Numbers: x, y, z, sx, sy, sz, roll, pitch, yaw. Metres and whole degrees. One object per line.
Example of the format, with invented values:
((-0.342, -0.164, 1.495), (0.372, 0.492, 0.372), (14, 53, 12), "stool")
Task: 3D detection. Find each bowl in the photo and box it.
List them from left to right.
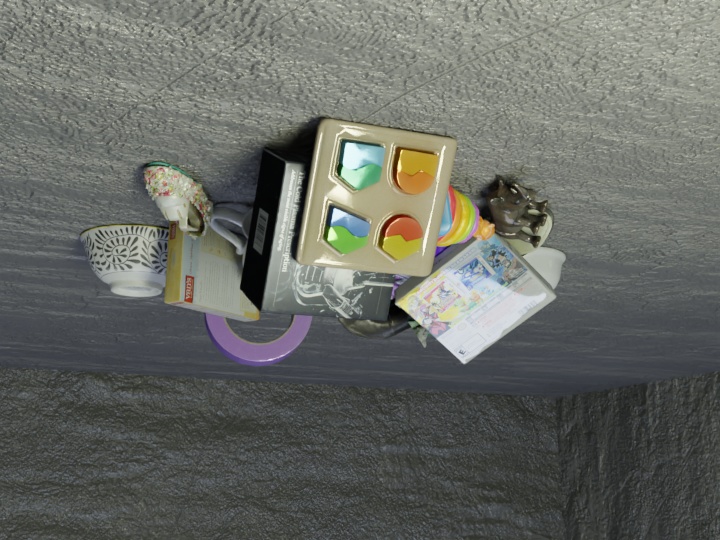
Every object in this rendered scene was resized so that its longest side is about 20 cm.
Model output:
((-0.391, -0.008, 1.652), (0.200, 0.094, 0.201), (0, 166, 0), "bowl")
((0.294, 0.021, 1.799), (0.201, 0.090, 0.201), (-1, 166, 0), "bowl")

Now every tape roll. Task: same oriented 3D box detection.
((-0.193, 0.077, 1.778), (0.200, 0.200, 0.066), (2, 165, -10), "tape roll")

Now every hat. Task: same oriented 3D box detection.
((0.042, 0.033, 1.810), (0.200, 0.201, 0.081), (1, -152, -6), "hat")

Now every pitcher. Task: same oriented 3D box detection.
((-0.158, -0.037, 1.536), (0.171, 0.121, 0.200), (16, 156, 6), "pitcher")

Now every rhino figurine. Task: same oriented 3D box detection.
((0.229, -0.091, 1.399), (0.087, 0.060, 0.200), (19, 169, 15), "rhino figurine")

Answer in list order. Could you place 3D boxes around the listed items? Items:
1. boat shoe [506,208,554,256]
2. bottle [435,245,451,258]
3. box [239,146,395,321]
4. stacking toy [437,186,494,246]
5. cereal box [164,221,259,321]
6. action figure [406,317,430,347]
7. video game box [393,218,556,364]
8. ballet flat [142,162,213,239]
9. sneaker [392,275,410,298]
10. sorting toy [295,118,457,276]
((0.261, -0.060, 1.556), (0.072, 0.068, 0.200), (40, 150, 2), "boat shoe")
((0.134, -0.025, 1.595), (0.065, 0.084, 0.200), (16, 155, 19), "bottle")
((-0.046, -0.047, 1.248), (0.182, 0.200, 0.104), (5, -166, -25), "box")
((0.133, -0.075, 1.372), (0.116, 0.110, 0.200), (-23, 157, 38), "stacking toy")
((-0.245, 0.001, 1.589), (0.039, 0.144, 0.200), (-8, 163, 33), "cereal box")
((0.184, 0.063, 1.645), (0.200, 0.055, 0.118), (-32, 161, 2), "action figure")
((0.187, 0.039, 1.549), (0.200, 0.047, 0.182), (-38, 120, 18), "video game box")
((-0.258, -0.095, 1.367), (0.076, 0.064, 0.200), (-2, 165, 11), "ballet flat")
((0.064, 0.028, 1.733), (0.200, 0.073, 0.114), (17, 121, -10), "sneaker")
((0.025, -0.086, 1.186), (0.200, 0.185, 0.036), (4, -166, -25), "sorting toy")
